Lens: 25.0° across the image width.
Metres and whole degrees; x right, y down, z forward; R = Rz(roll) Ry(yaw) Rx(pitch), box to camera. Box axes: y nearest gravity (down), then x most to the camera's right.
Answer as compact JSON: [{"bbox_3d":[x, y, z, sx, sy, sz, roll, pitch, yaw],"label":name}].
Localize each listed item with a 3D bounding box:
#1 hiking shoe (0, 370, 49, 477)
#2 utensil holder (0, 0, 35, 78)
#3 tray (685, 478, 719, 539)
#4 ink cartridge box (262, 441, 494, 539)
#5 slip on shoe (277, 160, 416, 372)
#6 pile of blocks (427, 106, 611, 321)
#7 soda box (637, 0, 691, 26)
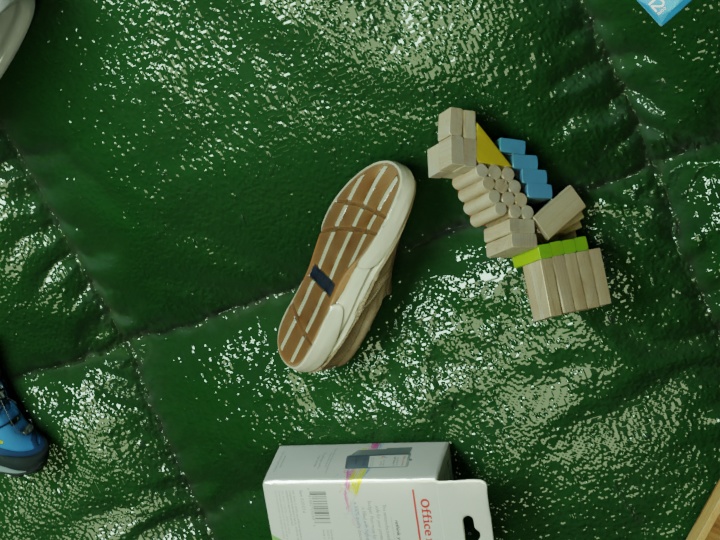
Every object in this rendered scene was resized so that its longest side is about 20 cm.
[{"bbox_3d":[-0.352,0.103,1.457,0.200,0.074,0.087,42,116,-8],"label":"hiking shoe"},{"bbox_3d":[-0.386,-0.206,1.275,0.200,0.170,0.170,37,116,-3],"label":"utensil holder"},{"bbox_3d":[0.383,0.251,1.384,0.199,0.037,0.099,23,116,1],"label":"tray"},{"bbox_3d":[0.024,0.217,1.430,0.199,0.067,0.118,-2,113,15],"label":"ink cartridge box"},{"bbox_3d":[0.000,0.000,1.345,0.060,0.076,0.201,11,114,-37],"label":"slip on shoe"},{"bbox_3d":[0.124,-0.046,1.304,0.201,0.082,0.062,56,156,-5],"label":"pile of blocks"},{"bbox_3d":[0.208,-0.237,1.110,0.068,0.200,0.064,45,115,-10],"label":"soda box"}]
